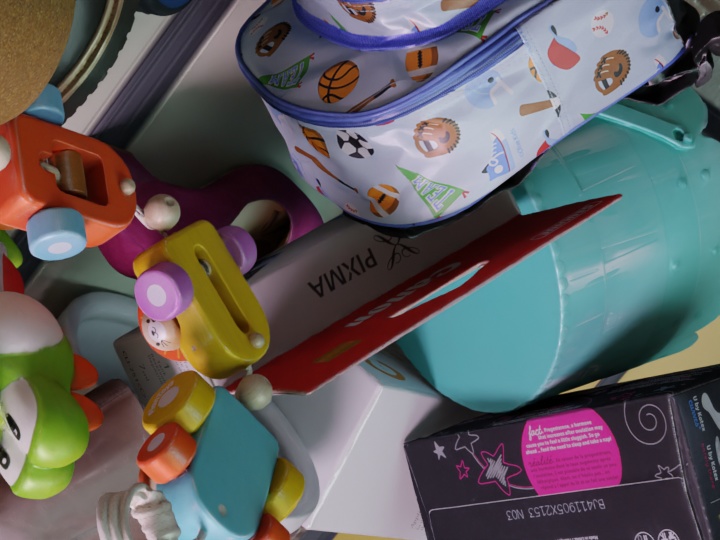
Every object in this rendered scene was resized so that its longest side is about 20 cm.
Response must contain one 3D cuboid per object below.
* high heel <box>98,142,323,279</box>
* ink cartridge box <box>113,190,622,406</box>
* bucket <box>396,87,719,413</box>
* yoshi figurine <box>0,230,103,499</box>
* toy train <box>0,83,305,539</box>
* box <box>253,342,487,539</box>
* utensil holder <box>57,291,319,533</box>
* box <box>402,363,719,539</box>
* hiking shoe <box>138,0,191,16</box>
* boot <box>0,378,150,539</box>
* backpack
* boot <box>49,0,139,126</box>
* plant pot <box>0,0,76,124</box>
[{"bbox_3d":[-0.066,-0.013,0.912,0.067,0.096,0.200,-50,147,12],"label":"high heel"},{"bbox_3d":[0.000,0.000,0.834,0.199,0.045,0.176,-30,-172,-29],"label":"ink cartridge box"},{"bbox_3d":[0.102,-0.024,0.992,0.134,0.207,0.208,-19,141,-34],"label":"bucket"},{"bbox_3d":[-0.188,0.014,0.711,0.112,0.200,0.113,-33,148,-13],"label":"yoshi figurine"},{"bbox_3d":[-0.095,0.032,0.685,0.055,0.202,0.150,-29,156,31],"label":"toy train"},{"bbox_3d":[0.006,0.095,1.074,0.199,0.124,0.098,18,102,-53],"label":"box"},{"bbox_3d":[-0.147,0.142,0.943,0.200,0.170,0.169,-50,148,16],"label":"utensil holder"},{"bbox_3d":[0.143,0.133,0.958,0.114,0.133,0.199,-13,178,-43],"label":"box"},{"bbox_3d":[-0.029,-0.183,0.761,0.200,0.087,0.074,-45,148,3],"label":"hiking shoe"},{"bbox_3d":[-0.153,0.164,0.801,0.199,0.064,0.188,-31,127,-25],"label":"boot"},{"bbox_3d":[0.039,-0.117,0.823,0.191,0.200,0.154,-45,124,-10],"label":"backpack"},{"bbox_3d":[-0.148,-0.153,0.693,0.138,0.077,0.201,18,104,-48],"label":"boot"},{"bbox_3d":[-0.199,-0.108,0.571,0.199,0.186,0.187,8,123,-53],"label":"plant pot"}]
